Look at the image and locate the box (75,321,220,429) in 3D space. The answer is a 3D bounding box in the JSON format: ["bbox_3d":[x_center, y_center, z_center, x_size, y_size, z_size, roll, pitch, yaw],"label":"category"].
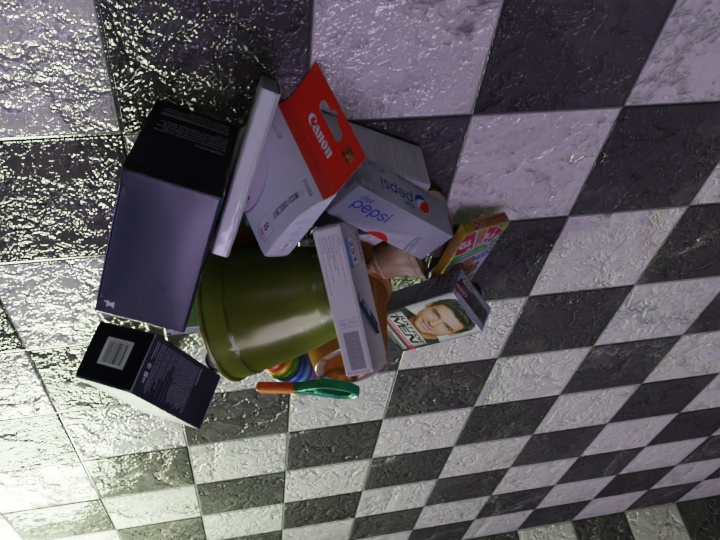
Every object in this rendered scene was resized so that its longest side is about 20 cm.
[{"bbox_3d":[-0.376,0.189,1.315,0.146,0.109,0.200,7,156,31],"label":"box"}]

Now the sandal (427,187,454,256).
[{"bbox_3d":[0.117,-0.072,1.216,0.079,0.055,0.201,-20,144,10],"label":"sandal"}]

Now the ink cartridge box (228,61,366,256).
[{"bbox_3d":[-0.094,-0.142,0.954,0.056,0.165,0.200,-7,150,-41],"label":"ink cartridge box"}]

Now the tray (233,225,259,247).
[{"bbox_3d":[-0.237,-0.034,1.167,0.197,0.038,0.099,-23,144,15],"label":"tray"}]

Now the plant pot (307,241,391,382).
[{"bbox_3d":[-0.031,0.084,1.267,0.195,0.186,0.202,-9,145,-6],"label":"plant pot"}]

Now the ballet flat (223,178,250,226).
[{"bbox_3d":[-0.169,-0.101,1.067,0.196,0.065,0.076,13,144,-17],"label":"ballet flat"}]

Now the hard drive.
[{"bbox_3d":[-0.142,-0.132,0.909,0.026,0.132,0.204,17,107,-13],"label":"hard drive"}]

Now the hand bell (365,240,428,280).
[{"bbox_3d":[0.000,0.000,1.168,0.196,0.106,0.104,-22,145,14],"label":"hand bell"}]

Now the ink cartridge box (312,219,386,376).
[{"bbox_3d":[-0.006,0.027,1.049,0.044,0.205,0.176,-11,-174,14],"label":"ink cartridge box"}]

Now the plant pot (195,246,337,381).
[{"bbox_3d":[-0.114,0.046,1.088,0.189,0.204,0.201,-12,146,14],"label":"plant pot"}]

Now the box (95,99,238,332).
[{"bbox_3d":[-0.237,-0.070,0.914,0.115,0.202,0.199,16,122,-12],"label":"box"}]

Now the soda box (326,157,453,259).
[{"bbox_3d":[0.040,-0.087,1.020,0.068,0.065,0.198,-34,141,31],"label":"soda box"}]

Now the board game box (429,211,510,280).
[{"bbox_3d":[0.184,-0.025,1.301,0.094,0.030,0.201,-16,155,-26],"label":"board game box"}]

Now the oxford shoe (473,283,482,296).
[{"bbox_3d":[0.149,0.096,1.435,0.196,0.086,0.073,-21,147,13],"label":"oxford shoe"}]

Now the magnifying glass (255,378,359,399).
[{"bbox_3d":[-0.093,0.205,1.269,0.196,0.023,0.080,-1,158,26],"label":"magnifying glass"}]

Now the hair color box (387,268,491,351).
[{"bbox_3d":[0.126,0.076,1.329,0.198,0.061,0.099,-21,118,43],"label":"hair color box"}]

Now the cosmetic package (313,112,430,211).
[{"bbox_3d":[-0.011,-0.141,1.054,0.196,0.083,0.113,10,141,-31],"label":"cosmetic package"}]

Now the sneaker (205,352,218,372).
[{"bbox_3d":[-0.200,0.126,1.359,0.197,0.079,0.085,-25,158,2],"label":"sneaker"}]

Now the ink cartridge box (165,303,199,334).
[{"bbox_3d":[-0.232,0.067,1.253,0.195,0.061,0.104,-6,173,-9],"label":"ink cartridge box"}]

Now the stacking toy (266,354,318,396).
[{"bbox_3d":[-0.140,0.160,1.307,0.084,0.087,0.200,-21,151,11],"label":"stacking toy"}]
